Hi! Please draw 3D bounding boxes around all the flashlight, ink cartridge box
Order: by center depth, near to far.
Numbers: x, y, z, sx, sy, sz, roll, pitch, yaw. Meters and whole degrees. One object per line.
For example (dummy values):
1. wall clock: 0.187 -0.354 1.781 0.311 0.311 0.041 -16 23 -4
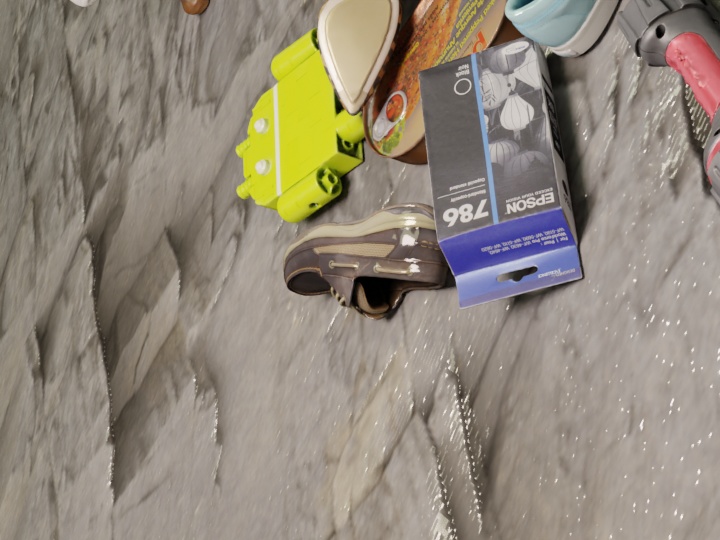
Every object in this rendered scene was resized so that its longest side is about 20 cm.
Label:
1. flashlight: 0.227 -0.115 1.027 0.068 0.068 0.200 -48 43 25
2. ink cartridge box: 0.103 -0.076 1.177 0.099 0.039 0.200 -16 60 17

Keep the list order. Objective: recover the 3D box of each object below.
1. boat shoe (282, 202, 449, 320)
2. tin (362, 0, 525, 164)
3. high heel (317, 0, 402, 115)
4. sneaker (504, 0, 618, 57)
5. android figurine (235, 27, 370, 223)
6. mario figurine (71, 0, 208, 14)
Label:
1. boat shoe: 0.000 0.000 1.293 0.200 0.074 0.073 -20 60 51
2. tin: 0.072 -0.175 1.297 0.200 0.042 0.112 -53 35 28
3. high heel: 0.004 -0.220 1.378 0.143 0.071 0.200 67 -155 -80
4. sneaker: 0.167 -0.261 1.158 0.074 0.082 0.200 26 98 54
5. android figurine: -0.052 -0.131 1.452 0.200 0.041 0.182 -29 54 44
6. mario figurine: -0.237 -0.331 1.650 0.106 0.200 0.124 -3 74 55
